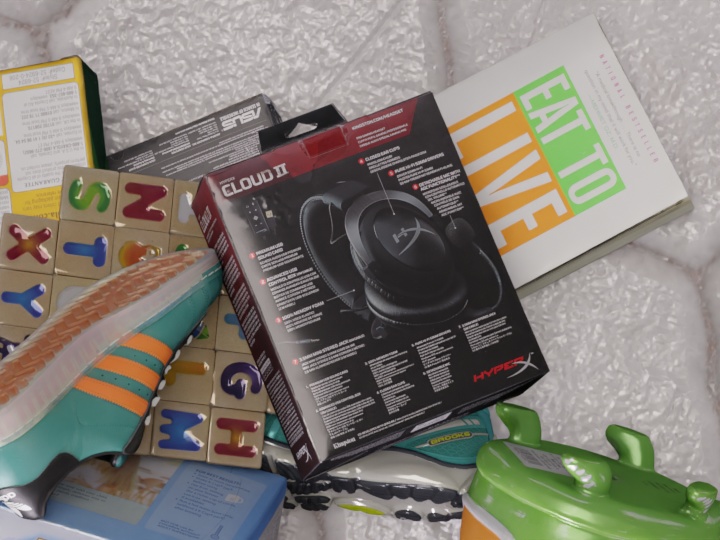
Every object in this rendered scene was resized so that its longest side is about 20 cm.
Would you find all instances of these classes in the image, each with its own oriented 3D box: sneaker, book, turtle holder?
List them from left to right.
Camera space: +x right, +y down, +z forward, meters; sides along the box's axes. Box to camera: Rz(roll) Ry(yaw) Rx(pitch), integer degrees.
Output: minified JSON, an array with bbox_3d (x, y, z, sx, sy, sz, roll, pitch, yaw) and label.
[{"bbox_3d":[-0.145,0.063,1.598,0.200,0.071,0.080,-40,116,-33],"label":"sneaker"},{"bbox_3d":[-0.016,0.101,1.700,0.199,0.078,0.080,8,64,4],"label":"sneaker"},{"bbox_3d":[0.084,-0.052,1.715,0.199,0.048,0.134,-28,78,6],"label":"book"},{"bbox_3d":[0.140,0.164,1.640,0.141,0.185,0.132,26,102,44],"label":"turtle holder"}]

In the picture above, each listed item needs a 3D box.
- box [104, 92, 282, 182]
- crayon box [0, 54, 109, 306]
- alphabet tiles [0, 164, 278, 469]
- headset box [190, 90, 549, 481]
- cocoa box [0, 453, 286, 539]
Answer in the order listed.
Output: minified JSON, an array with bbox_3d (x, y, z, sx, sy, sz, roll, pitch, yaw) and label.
[{"bbox_3d":[-0.119,0.002,1.728,0.199,0.050,0.158,-22,80,4],"label":"box"},{"bbox_3d":[-0.212,-0.018,1.692,0.125,0.052,0.201,-9,79,6],"label":"crayon box"},{"bbox_3d":[-0.116,0.027,1.653,0.199,0.006,0.167,7,76,-11],"label":"alphabet tiles"},{"bbox_3d":[0.000,0.000,1.639,0.148,0.077,0.201,-21,81,-14],"label":"headset box"},{"bbox_3d":[-0.161,0.174,1.646,0.199,0.133,0.132,16,115,9],"label":"cocoa box"}]
